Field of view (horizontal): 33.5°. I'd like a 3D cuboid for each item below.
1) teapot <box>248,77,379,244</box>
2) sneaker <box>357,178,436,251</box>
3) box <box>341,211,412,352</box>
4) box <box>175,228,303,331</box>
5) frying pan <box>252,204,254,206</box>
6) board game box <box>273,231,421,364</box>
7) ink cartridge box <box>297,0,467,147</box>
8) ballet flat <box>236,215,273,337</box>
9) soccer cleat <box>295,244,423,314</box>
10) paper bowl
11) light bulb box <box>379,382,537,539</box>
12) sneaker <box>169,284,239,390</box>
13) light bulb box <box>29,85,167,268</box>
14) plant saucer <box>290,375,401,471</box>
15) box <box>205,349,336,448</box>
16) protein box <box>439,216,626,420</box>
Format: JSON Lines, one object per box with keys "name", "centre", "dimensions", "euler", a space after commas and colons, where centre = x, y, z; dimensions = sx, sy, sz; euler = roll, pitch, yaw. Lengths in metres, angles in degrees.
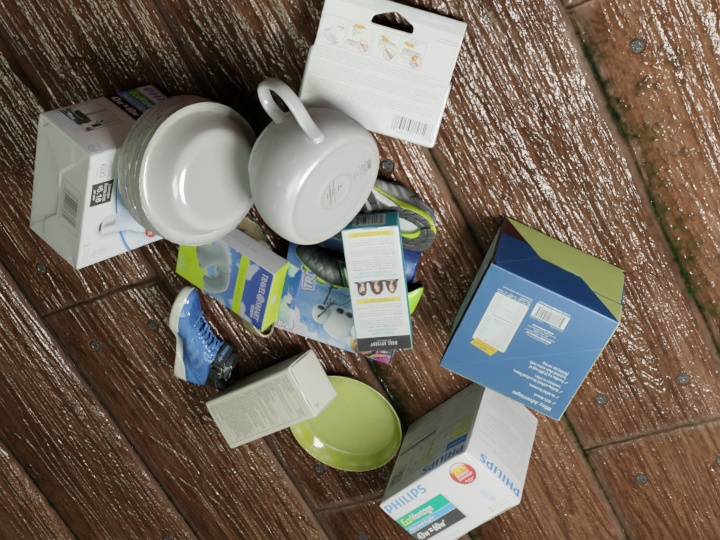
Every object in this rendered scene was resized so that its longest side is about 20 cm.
{"name": "teapot", "centre": [-0.081, -0.145, 1.607], "dimensions": [0.146, 0.197, 0.201], "euler": [39, 111, 27]}
{"name": "sneaker", "centre": [0.023, -0.103, 1.729], "dimensions": [0.199, 0.081, 0.074], "euler": [33, 119, -4]}
{"name": "box", "centre": [0.025, 0.018, 1.712], "dimensions": [0.082, 0.049, 0.201], "euler": [-4, 118, 6]}
{"name": "box", "centre": [-0.185, 0.002, 1.804], "dimensions": [0.199, 0.048, 0.123], "euler": [32, 133, 18]}
{"name": "frying pan", "centre": [-0.183, -0.159, 1.750], "dimensions": [0.031, 0.114, 0.191], "euler": [42, 141, 41]}
{"name": "board game box", "centre": [-0.023, 0.030, 1.855], "dimensions": [0.197, 0.043, 0.201], "euler": [18, 125, 7]}
{"name": "ink cartridge box", "centre": [0.028, -0.278, 1.627], "dimensions": [0.198, 0.044, 0.175], "euler": [16, 104, -1]}
{"name": "ballet flat", "centre": [-0.157, 0.014, 1.861], "dimensions": [0.075, 0.067, 0.202], "euler": [35, 136, 52]}
{"name": "soccer cleat", "centre": [0.000, 0.000, 1.769], "dimensions": [0.199, 0.068, 0.081], "euler": [29, 115, -10]}
{"name": "paper bowl", "centre": [-0.221, -0.133, 1.637], "dimensions": [0.104, 0.200, 0.202], "euler": [21, 135, 47]}
{"name": "light bulb box", "centre": [0.157, 0.301, 1.875], "dimensions": [0.125, 0.200, 0.198], "euler": [43, 125, -12]}
{"name": "sneaker", "centre": [-0.249, 0.115, 1.960], "dimensions": [0.110, 0.077, 0.201], "euler": [17, 130, 14]}
{"name": "light bulb box", "centre": [-0.355, -0.138, 1.730], "dimensions": [0.125, 0.199, 0.199], "euler": [38, 131, 27]}
{"name": "plant saucer", "centre": [-0.024, 0.250, 2.006], "dimensions": [0.198, 0.031, 0.201], "euler": [9, 124, 14]}
{"name": "box", "centre": [-0.147, 0.211, 1.962], "dimensions": [0.199, 0.078, 0.095], "euler": [-23, 98, 35]}
{"name": "protein box", "centre": [0.249, 0.070, 1.735], "dimensions": [0.197, 0.135, 0.201], "euler": [24, 126, 1]}
